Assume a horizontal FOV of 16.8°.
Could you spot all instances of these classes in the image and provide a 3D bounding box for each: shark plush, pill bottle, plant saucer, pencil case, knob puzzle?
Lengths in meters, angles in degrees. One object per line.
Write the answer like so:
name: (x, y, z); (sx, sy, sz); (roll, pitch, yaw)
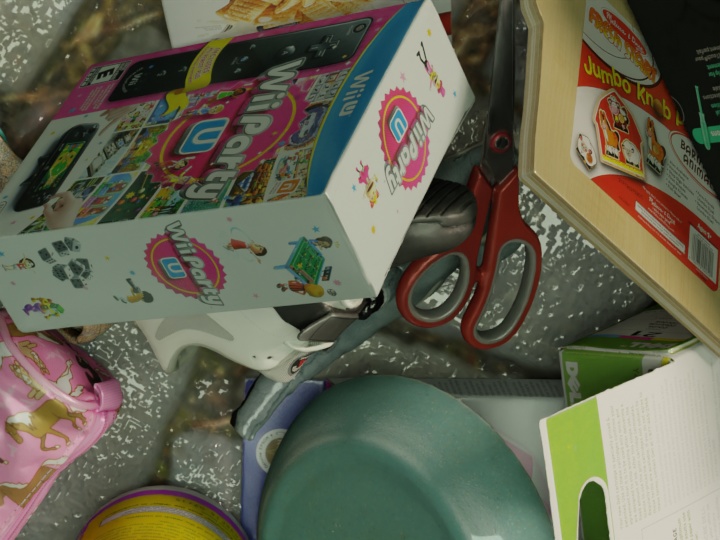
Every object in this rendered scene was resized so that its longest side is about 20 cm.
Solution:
shark plush: (0.000, 0.000, 1.242); (0.199, 0.083, 0.091); (-34, 102, 4)
pill bottle: (-0.107, 0.183, 1.210); (0.103, 0.200, 0.105); (0, 101, 1)
plant saucer: (0.013, 0.154, 1.221); (0.199, 0.036, 0.201); (10, 106, 39)
pencil case: (-0.206, 0.115, 1.248); (0.086, 0.083, 0.200); (33, 101, -20)
knob puzzle: (0.134, -0.079, 1.205); (0.030, 0.220, 0.221); (-20, 105, 37)

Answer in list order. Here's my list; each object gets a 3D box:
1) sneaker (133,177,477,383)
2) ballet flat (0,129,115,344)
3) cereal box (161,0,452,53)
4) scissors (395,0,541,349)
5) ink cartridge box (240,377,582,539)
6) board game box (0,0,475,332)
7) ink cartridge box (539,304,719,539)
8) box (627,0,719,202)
sneaker: (-0.025, 0.007, 1.188); (0.199, 0.074, 0.089); (-10, 103, 31)
ballet flat: (-0.194, -0.037, 1.224); (0.200, 0.068, 0.067); (40, 62, -10)
cereal box: (-0.029, -0.159, 1.161); (0.143, 0.200, 0.040); (-10, 63, -1)
scissors: (0.071, -0.053, 1.186); (0.073, 0.014, 0.201); (8, 113, -21)
ink cartridge box: (0.035, 0.157, 1.299); (0.198, 0.043, 0.198); (0, 102, -5)
board game box: (-0.063, -0.047, 1.140); (0.199, 0.148, 0.064); (-6, 128, 30)
ink cartridge box: (0.135, 0.109, 1.218); (0.199, 0.075, 0.149); (-20, 106, -44)
box: (0.244, -0.102, 1.190); (0.148, 0.124, 0.201); (-34, 103, -29)
